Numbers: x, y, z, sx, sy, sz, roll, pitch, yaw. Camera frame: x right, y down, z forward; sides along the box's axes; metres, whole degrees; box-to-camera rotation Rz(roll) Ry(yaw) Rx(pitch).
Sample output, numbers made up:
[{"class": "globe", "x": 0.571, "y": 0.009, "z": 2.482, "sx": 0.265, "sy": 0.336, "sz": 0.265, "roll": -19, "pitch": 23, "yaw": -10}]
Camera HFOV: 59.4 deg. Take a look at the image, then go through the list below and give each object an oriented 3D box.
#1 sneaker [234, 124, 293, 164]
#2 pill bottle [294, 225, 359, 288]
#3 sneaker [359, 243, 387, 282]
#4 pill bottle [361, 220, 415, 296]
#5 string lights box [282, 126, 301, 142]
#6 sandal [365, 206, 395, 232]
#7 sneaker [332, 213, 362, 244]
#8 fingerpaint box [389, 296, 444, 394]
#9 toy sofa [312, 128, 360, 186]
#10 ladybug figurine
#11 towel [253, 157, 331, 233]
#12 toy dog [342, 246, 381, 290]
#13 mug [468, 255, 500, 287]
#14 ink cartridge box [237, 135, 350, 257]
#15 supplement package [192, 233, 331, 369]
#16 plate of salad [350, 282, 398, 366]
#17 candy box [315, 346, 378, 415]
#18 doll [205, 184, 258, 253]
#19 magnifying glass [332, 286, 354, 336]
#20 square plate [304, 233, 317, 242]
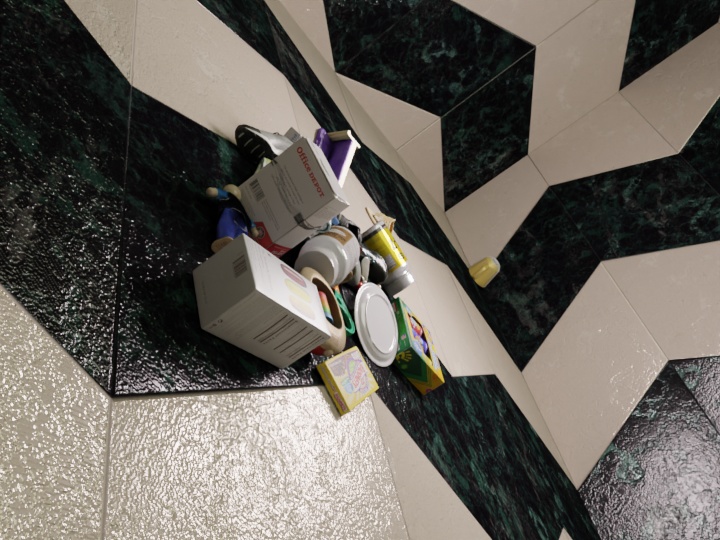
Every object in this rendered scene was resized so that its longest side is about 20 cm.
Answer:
[{"class": "sneaker", "x": -0.214, "y": -0.291, "z": 1.480, "sx": 0.198, "sy": 0.073, "sz": 0.081, "roll": 23, "pitch": 48, "yaw": -44}, {"class": "pill bottle", "x": -0.074, "y": -0.023, "z": 1.373, "sx": 0.116, "sy": 0.113, "sz": 0.200, "roll": 55, "pitch": 18, "yaw": -5}, {"class": "sneaker", "x": -0.005, "y": -0.036, "z": 1.721, "sx": 0.200, "sy": 0.075, "sz": 0.080, "roll": 45, "pitch": 24, "yaw": -10}, {"class": "pill bottle", "x": 0.071, "y": -0.033, "z": 1.851, "sx": 0.202, "sy": 0.113, "sz": 0.114, "roll": 57, "pitch": 16, "yaw": -3}, {"class": "string lights box", "x": -0.141, "y": -0.264, "z": 1.636, "sx": 0.200, "sy": 0.103, "sz": 0.059, "roll": 42, "pitch": 4, "yaw": -46}, {"class": "sandal", "x": 0.103, "y": -0.152, "z": 2.254, "sx": 0.215, "sy": 0.069, "sz": 0.077, "roll": 60, "pitch": 16, "yaw": 6}, {"class": "sneaker", "x": -0.037, "y": -0.089, "z": 1.579, "sx": 0.082, "sy": 0.071, "sz": 0.200, "roll": 41, "pitch": 0, "yaw": 19}, {"class": "fingerpaint box", "x": 0.135, "y": 0.197, "z": 1.677, "sx": 0.167, "sy": 0.073, "sz": 0.202, "roll": 48, "pitch": 18, "yaw": -31}, {"class": "toy sofa", "x": -0.080, "y": -0.254, "z": 1.567, "sx": 0.097, "sy": 0.081, "sz": 0.204, "roll": 42, "pitch": 59, "yaw": -46}, {"class": "ladybug figurine", "x": -0.088, "y": 0.085, "z": 1.203, "sx": 0.136, "sy": 0.071, "sz": 0.202, "roll": 42, "pitch": 21, "yaw": -41}, {"class": "towel", "x": -0.150, "y": -0.169, "z": 1.403, "sx": 0.197, "sy": 0.049, "sz": 0.172, "roll": 31, "pitch": 22, "yaw": -15}, {"class": "toy dog", "x": 0.000, "y": 0.000, "z": 1.594, "sx": 0.199, "sy": 0.095, "sz": 0.134, "roll": 26, "pitch": 35, "yaw": -62}, {"class": "mug", "x": 0.746, "y": 0.005, "z": 3.740, "sx": 0.149, "sy": 0.153, "sz": 0.188, "roll": 40, "pitch": 29, "yaw": -16}, {"class": "ink cartridge box", "x": -0.139, "y": -0.138, "z": 1.238, "sx": 0.149, "sy": 0.198, "sz": 0.083, "roll": 62, "pitch": 16, "yaw": 17}, {"class": "supplement package", "x": -0.152, "y": 0.054, "z": 0.996, "sx": 0.199, "sy": 0.108, "sz": 0.115, "roll": 39, "pitch": 24, "yaw": -50}, {"class": "plate of salad", "x": 0.033, "y": 0.131, "z": 1.520, "sx": 0.199, "sy": 0.047, "sz": 0.205, "roll": 33, "pitch": 50, "yaw": -49}, {"class": "candy box", "x": -0.022, "y": 0.213, "z": 1.250, "sx": 0.104, "sy": 0.026, "sz": 0.200, "roll": 63, "pitch": 16, "yaw": 6}, {"class": "doll", "x": -0.235, "y": -0.097, "z": 1.145, "sx": 0.137, "sy": 0.048, "sz": 0.202, "roll": 48, "pitch": 19, "yaw": -35}, {"class": "magnifying glass", "x": -0.053, "y": 0.066, "z": 1.442, "sx": 0.080, "sy": 0.022, "sz": 0.202, "roll": 44, "pitch": 19, "yaw": -42}, {"class": "square plate", "x": -0.146, "y": -0.136, "z": 1.532, "sx": 0.200, "sy": 0.028, "sz": 0.200, "roll": 44, "pitch": 20, "yaw": -41}]
